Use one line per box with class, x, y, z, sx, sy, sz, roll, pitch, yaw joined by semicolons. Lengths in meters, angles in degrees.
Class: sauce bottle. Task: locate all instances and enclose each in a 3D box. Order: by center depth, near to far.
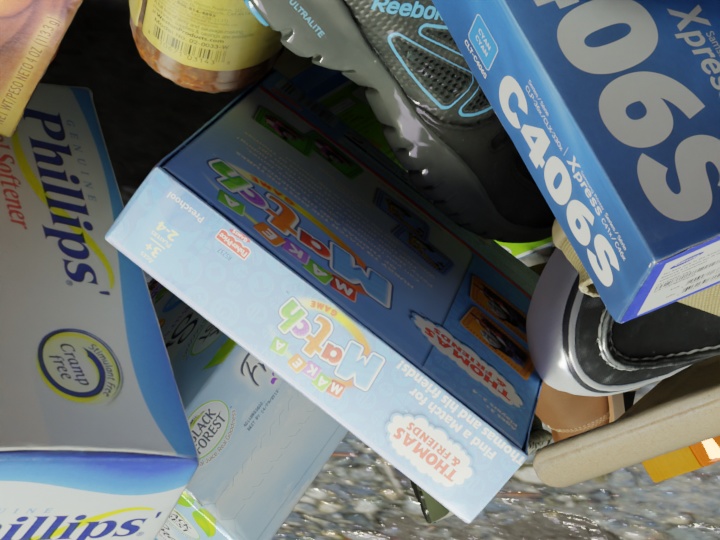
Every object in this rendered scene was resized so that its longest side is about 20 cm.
sauce bottle;-0.038;-0.140;0.800;0.066;0.066;0.200;16;148;-4

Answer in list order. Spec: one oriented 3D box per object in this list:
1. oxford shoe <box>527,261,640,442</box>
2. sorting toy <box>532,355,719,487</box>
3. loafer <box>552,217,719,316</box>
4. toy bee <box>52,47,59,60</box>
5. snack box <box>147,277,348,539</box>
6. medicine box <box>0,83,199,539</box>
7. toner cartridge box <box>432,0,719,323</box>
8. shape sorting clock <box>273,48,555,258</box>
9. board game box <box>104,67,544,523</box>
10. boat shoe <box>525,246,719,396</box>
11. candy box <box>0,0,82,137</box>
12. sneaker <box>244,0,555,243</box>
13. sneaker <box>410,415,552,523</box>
oxford shoe;0.092;0.038;1.048;0.071;0.071;0.200;6;157;6
sorting toy;0.186;0.025;0.901;0.185;0.200;0.037;-26;92;50
loafer;0.160;0.003;0.740;0.200;0.068;0.076;2;167;8
toy bee;-0.212;-0.080;0.974;0.200;0.109;0.131;-20;135;7
snack box;-0.063;0.049;1.009;0.068;0.169;0.200;45;152;-16
medicine box;-0.161;0.055;0.920;0.103;0.182;0.200;1;141;-29
toner cartridge box;0.071;-0.092;0.685;0.095;0.200;0.043;-22;160;-20
shape sorting clock;0.053;-0.062;0.929;0.200;0.039;0.200;20;156;9
board game box;0.000;0.000;0.840;0.151;0.200;0.037;38;105;-2
boat shoe;0.151;-0.010;0.829;0.068;0.200;0.072;21;131;56
candy box;-0.190;-0.141;0.833;0.200;0.056;0.117;24;122;-16
sneaker;0.034;-0.078;0.794;0.082;0.073;0.200;-34;139;13
sneaker;0.049;0.037;1.105;0.089;0.077;0.200;-21;144;-7
